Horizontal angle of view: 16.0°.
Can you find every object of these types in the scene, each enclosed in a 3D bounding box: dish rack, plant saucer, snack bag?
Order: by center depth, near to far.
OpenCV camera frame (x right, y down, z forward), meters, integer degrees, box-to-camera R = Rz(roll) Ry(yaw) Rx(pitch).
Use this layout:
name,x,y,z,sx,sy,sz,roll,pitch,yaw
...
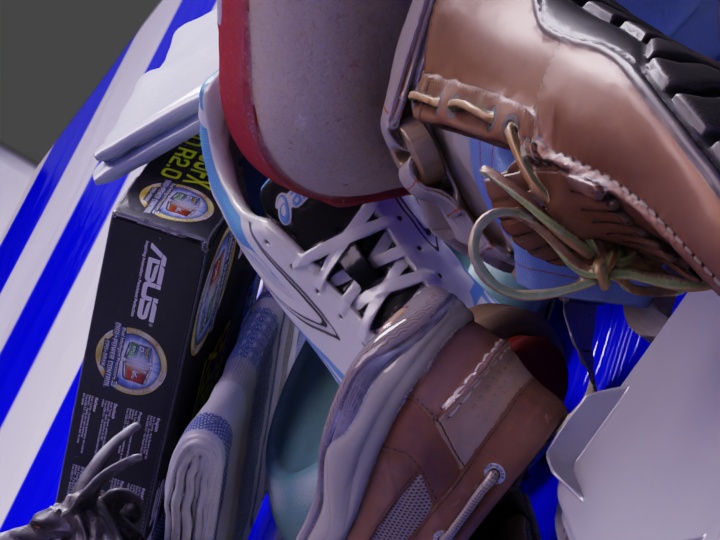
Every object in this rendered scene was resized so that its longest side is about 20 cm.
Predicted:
name,x,y,z,sx,sy,sz,roll,pitch,yaw
dish rack,0.116,0.024,0.706,0.201,0.043,0.172,-55,12,12
plant saucer,0.018,0.023,1.037,0.200,0.027,0.200,-51,15,19
snack bag,-0.022,-0.118,1.113,0.188,0.021,0.200,-29,16,18

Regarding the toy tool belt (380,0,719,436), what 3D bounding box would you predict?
name,x,y,z,sx,sy,sz,roll,pitch,yaw
toy tool belt,0.074,-0.037,0.820,0.123,0.124,0.202,11,95,61

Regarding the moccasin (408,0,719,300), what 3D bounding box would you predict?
name,x,y,z,sx,sy,sz,roll,pitch,yaw
moccasin,0.066,-0.028,0.695,0.201,0.073,0.078,42,109,52

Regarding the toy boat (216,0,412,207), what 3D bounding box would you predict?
name,x,y,z,sx,sy,sz,roll,pitch,yaw
toy boat,-0.015,-0.128,0.903,0.130,0.130,0.202,12,107,47

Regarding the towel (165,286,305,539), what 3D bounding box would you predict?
name,x,y,z,sx,sy,sz,roll,pitch,yaw
towel,-0.054,0.070,1.137,0.200,0.024,0.148,-68,-9,-53

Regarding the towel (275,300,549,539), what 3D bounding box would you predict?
name,x,y,z,sx,sy,sz,roll,pitch,yaw
towel,0.023,0.052,1.051,0.201,0.024,0.147,-61,13,-9

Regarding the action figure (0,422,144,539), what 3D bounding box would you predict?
name,x,y,z,sx,sy,sz,roll,pitch,yaw
action figure,-0.123,0.163,1.024,0.119,0.101,0.202,-130,40,-69

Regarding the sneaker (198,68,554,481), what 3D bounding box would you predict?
name,x,y,z,sx,sy,sz,roll,pitch,yaw
sneaker,0.000,0.000,0.935,0.072,0.200,0.072,-42,-30,6

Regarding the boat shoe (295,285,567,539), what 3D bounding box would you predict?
name,x,y,z,sx,sy,sz,roll,pitch,yaw
boat shoe,0.020,0.093,0.841,0.076,0.072,0.201,-49,-17,-35

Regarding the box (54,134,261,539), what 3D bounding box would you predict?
name,x,y,z,sx,sy,sz,roll,pitch,yaw
box,-0.084,0.032,1.136,0.160,0.044,0.201,-64,-11,-61
